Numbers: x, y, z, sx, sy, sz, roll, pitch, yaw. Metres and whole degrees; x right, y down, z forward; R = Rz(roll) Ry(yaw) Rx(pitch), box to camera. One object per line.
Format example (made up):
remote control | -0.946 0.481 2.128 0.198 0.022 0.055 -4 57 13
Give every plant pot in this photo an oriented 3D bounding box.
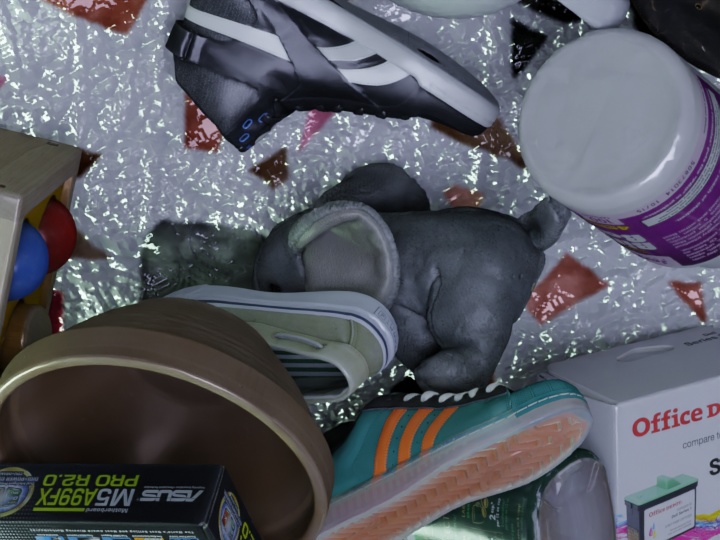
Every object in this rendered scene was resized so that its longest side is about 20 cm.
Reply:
plant pot | -0.106 0.080 1.555 0.201 0.093 0.201 10 142 8

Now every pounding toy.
pounding toy | -0.226 0.025 1.621 0.142 0.184 0.200 14 104 4

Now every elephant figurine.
elephant figurine | 0.000 0.000 1.670 0.200 0.142 0.155 26 72 2

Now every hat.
hat | 0.211 -0.167 1.618 0.201 0.201 0.081 33 112 -15

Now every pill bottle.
pill bottle | 0.182 -0.064 1.633 0.112 0.112 0.200 -50 149 7

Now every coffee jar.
coffee jar | 0.057 0.152 1.685 0.085 0.200 0.104 -27 115 -45

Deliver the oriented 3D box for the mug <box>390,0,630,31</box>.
mug | 0.074 -0.205 1.588 0.200 0.175 0.148 34 99 -15

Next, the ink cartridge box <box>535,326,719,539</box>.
ink cartridge box | 0.194 0.151 1.729 0.145 0.084 0.200 -13 109 -31

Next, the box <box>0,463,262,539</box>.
box | -0.150 0.176 1.576 0.200 0.044 0.160 -1 138 20

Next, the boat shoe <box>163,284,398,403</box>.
boat shoe | -0.074 0.049 1.636 0.200 0.062 0.072 -8 113 33

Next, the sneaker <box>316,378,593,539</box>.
sneaker | 0.043 0.097 1.602 0.200 0.080 0.071 -27 148 27

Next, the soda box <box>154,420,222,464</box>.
soda box | -0.167 0.145 1.676 0.200 0.068 0.064 -20 75 13

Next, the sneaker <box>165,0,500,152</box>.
sneaker | -0.024 -0.108 1.662 0.200 0.073 0.112 29 103 -6
